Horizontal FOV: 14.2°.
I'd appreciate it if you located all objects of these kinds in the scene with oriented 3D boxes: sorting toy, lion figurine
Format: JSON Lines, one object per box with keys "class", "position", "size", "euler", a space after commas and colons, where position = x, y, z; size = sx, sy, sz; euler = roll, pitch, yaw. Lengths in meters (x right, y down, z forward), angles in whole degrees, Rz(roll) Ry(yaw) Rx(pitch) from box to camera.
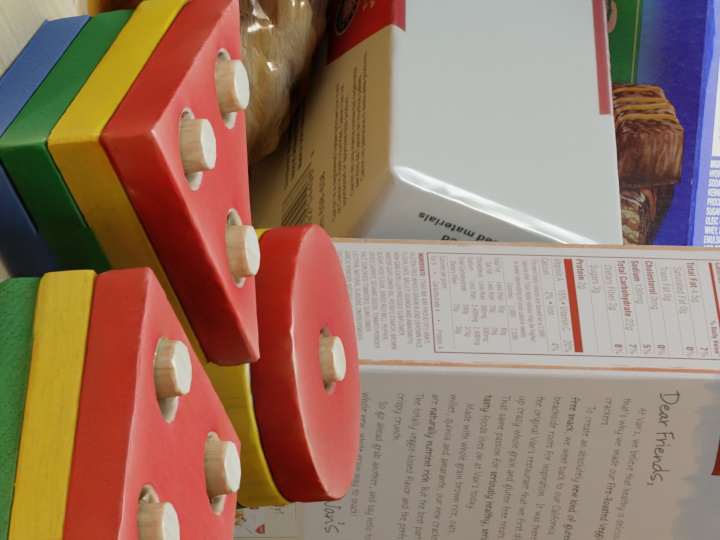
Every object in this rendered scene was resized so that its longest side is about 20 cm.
{"class": "sorting toy", "position": [-0.052, 0.032, 0.654], "size": [0.200, 0.069, 0.199], "euler": [68, 21, -52]}
{"class": "lion figurine", "position": [-0.041, -0.130, 0.953], "size": [0.200, 0.072, 0.123], "euler": [-85, 178, -48]}

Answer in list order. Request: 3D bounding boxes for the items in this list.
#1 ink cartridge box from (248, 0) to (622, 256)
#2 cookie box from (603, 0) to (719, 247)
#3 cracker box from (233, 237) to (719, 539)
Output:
{"class": "ink cartridge box", "position": [0.000, 0.000, 0.952], "size": [0.200, 0.084, 0.145], "euler": [-54, -157, 38]}
{"class": "cookie box", "position": [0.090, -0.080, 1.005], "size": [0.171, 0.075, 0.201], "euler": [11, -82, 54]}
{"class": "cracker box", "position": [0.029, 0.055, 0.865], "size": [0.134, 0.199, 0.058], "euler": [96, -6, -45]}
